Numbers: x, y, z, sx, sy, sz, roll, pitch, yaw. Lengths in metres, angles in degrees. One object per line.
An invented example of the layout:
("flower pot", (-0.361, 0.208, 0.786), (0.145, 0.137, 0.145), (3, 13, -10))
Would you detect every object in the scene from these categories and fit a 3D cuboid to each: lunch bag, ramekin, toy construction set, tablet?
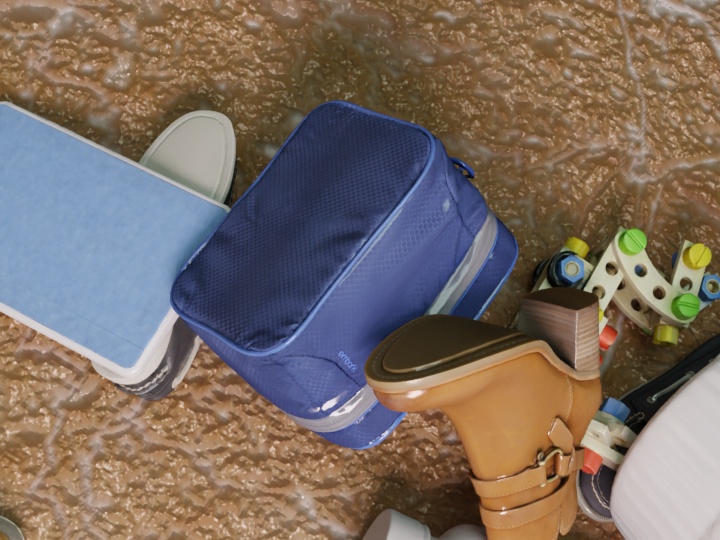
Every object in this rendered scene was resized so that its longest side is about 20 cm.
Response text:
("lunch bag", (0.000, 0.000, 0.811), (0.200, 0.136, 0.132), (-50, 131, -10))
("ramekin", (0.258, 0.136, 0.842), (0.200, 0.201, 0.098), (-28, 52, -19))
("toy construction set", (0.174, 0.051, 0.919), (0.131, 0.092, 0.201), (33, 60, -4))
("tablet", (-0.194, -0.025, 0.845), (0.199, 0.014, 0.131), (25, 72, 16))

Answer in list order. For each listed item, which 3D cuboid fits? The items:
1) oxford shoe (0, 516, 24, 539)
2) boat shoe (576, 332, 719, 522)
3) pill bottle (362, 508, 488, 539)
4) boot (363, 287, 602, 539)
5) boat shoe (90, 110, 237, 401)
("oxford shoe", (-0.286, 0.219, 0.771), (0.200, 0.058, 0.075), (-40, 90, -18))
("boat shoe", (0.233, 0.103, 0.928), (0.200, 0.063, 0.073), (-37, 86, -20))
("pill bottle", (0.089, 0.233, 0.832), (0.199, 0.111, 0.112), (26, 71, -6))
("boot", (0.081, 0.103, 0.771), (0.199, 0.073, 0.156), (-11, 109, -42))
("boat shoe", (-0.123, -0.011, 0.872), (0.073, 0.060, 0.201), (4, 68, 20))
